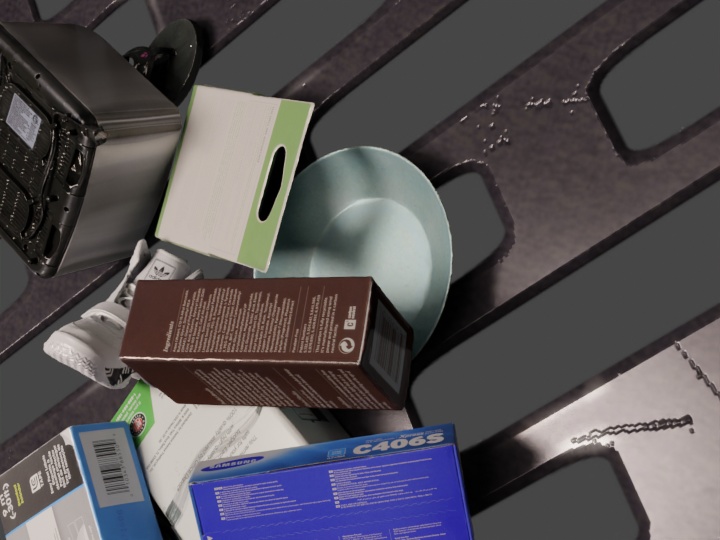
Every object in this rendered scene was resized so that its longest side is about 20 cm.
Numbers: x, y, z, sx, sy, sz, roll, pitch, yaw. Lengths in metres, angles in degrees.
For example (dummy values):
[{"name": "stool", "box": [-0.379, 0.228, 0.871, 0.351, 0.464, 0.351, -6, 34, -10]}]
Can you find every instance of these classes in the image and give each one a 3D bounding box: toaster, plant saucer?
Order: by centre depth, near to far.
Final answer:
[{"name": "plant saucer", "box": [0.000, 0.000, 1.130, 0.201, 0.039, 0.201, -7, 79, 36]}, {"name": "toaster", "box": [-0.270, -0.109, 1.265, 0.200, 0.119, 0.181, 42, 125, 27]}]

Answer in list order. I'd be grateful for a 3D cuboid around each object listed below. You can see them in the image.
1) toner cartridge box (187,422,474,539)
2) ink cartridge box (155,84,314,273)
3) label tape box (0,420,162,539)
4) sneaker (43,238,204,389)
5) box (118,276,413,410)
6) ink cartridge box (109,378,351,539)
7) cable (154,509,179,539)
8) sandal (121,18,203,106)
[{"name": "toner cartridge box", "box": [-0.020, 0.178, 1.033, 0.200, 0.043, 0.095, -9, 105, 6]}, {"name": "ink cartridge box", "box": [-0.097, -0.078, 1.181, 0.200, 0.048, 0.146, 17, 92, 52]}, {"name": "label tape box", "box": [-0.257, 0.232, 1.183, 0.200, 0.066, 0.144, -33, 69, 36]}, {"name": "sneaker", "box": [-0.198, 0.034, 1.186, 0.075, 0.200, 0.115, 27, 92, 9]}, {"name": "box", "box": [-0.069, 0.056, 1.053, 0.200, 0.100, 0.075, -2, 64, 21]}, {"name": "ink cartridge box", "box": [-0.102, 0.149, 1.152, 0.147, 0.083, 0.200, -53, 56, 16]}, {"name": "cable", "box": [-0.222, 0.287, 1.238, 0.163, 0.051, 0.200, -18, 71, 33]}, {"name": "sandal", "box": [-0.223, -0.163, 1.319, 0.200, 0.048, 0.075, -41, 60, 25]}]
